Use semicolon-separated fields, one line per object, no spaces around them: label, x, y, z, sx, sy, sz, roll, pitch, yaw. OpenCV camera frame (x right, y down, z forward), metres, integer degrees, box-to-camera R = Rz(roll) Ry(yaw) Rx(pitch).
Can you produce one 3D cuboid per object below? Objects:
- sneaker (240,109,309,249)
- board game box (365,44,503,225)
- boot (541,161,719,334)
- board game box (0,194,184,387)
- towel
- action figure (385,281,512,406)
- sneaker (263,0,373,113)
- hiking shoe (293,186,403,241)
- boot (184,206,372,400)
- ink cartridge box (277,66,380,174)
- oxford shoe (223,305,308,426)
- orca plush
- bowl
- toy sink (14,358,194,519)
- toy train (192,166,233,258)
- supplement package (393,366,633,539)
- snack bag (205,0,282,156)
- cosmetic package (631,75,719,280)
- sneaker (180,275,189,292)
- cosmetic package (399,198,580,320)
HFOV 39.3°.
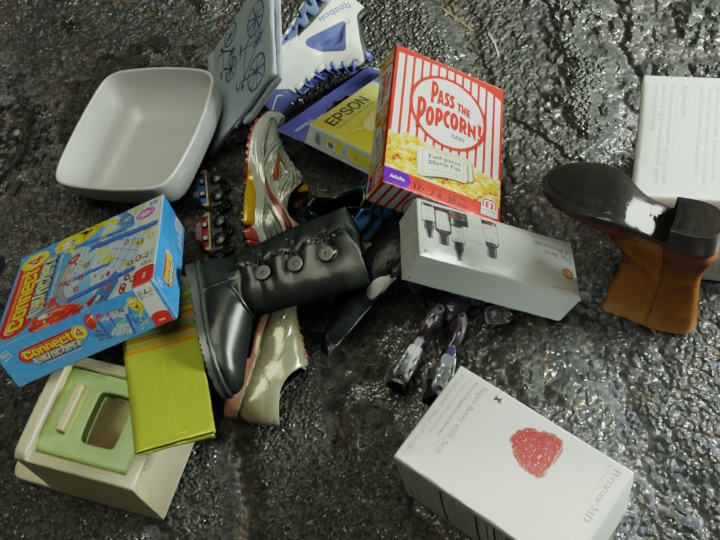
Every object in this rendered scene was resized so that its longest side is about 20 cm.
sneaker;-0.105;-0.113;1.280;0.082;0.078;0.201;0;65;-1
board game box;0.090;-0.149;1.172;0.151;0.046;0.201;18;57;-20
boot;0.278;-0.020;1.065;0.187;0.200;0.069;13;61;14
board game box;-0.301;0.017;1.144;0.195;0.056;0.200;-23;31;6
towel;-0.209;0.106;1.080;0.086;0.018;0.201;-15;48;-4
action figure;0.101;0.052;1.133;0.129;0.069;0.201;20;69;11
sneaker;-0.049;-0.279;1.328;0.115;0.081;0.200;31;97;2
hiking shoe;0.026;-0.063;1.207;0.199;0.087;0.075;-12;58;4
boot;-0.080;0.035;1.103;0.199;0.066;0.166;-17;71;1
ink cartridge box;0.031;-0.198;1.276;0.199;0.047;0.198;30;50;23
oxford shoe;-0.089;0.086;1.163;0.073;0.071;0.201;19;71;5
orca plush;0.000;0.000;1.165;0.071;0.105;0.200;41;103;-1
bowl;-0.278;-0.168;1.324;0.199;0.075;0.201;4;61;27
toy sink;-0.298;0.176;1.119;0.199;0.112;0.131;11;62;18
toy train;-0.186;-0.046;1.274;0.046;0.034;0.201;-17;58;16
supplement package;0.152;0.212;1.002;0.199;0.120;0.121;30;69;25
snack bag;-0.155;-0.267;1.331;0.021;0.200;0.190;14;54;-30
cosmetic package;0.400;-0.097;1.105;0.199;0.165;0.166;6;62;15
sneaker;-0.239;0.061;1.195;0.200;0.074;0.118;21;59;32
cosmetic package;0.143;-0.011;1.112;0.199;0.051;0.083;14;52;-19
